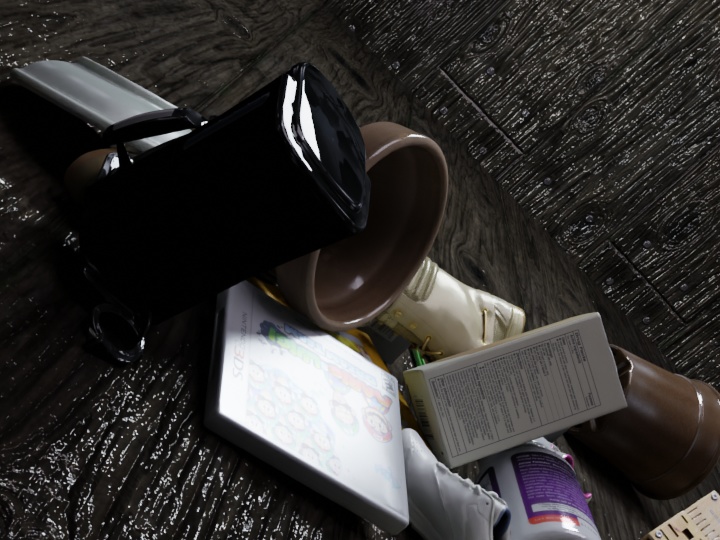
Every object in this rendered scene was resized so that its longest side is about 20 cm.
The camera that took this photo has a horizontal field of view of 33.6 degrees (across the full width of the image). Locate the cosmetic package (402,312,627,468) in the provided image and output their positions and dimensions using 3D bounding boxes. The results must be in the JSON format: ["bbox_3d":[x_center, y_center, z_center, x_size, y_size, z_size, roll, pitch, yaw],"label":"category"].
[{"bbox_3d":[0.155,0.120,1.199,0.071,0.200,0.105,158,-83,-75],"label":"cosmetic package"}]

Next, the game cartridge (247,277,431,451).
[{"bbox_3d":[-0.028,0.097,1.156,0.200,0.032,0.176,32,21,-47],"label":"game cartridge"}]

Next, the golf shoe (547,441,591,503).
[{"bbox_3d":[0.197,0.222,1.353,0.075,0.092,0.200,34,18,-36],"label":"golf shoe"}]

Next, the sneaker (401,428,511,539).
[{"bbox_3d":[0.088,0.217,1.063,0.074,0.087,0.200,27,24,-50],"label":"sneaker"}]

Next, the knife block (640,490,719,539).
[{"bbox_3d":[0.475,0.404,1.752,0.200,0.176,0.064,-24,63,-27],"label":"knife block"}]

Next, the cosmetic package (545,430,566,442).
[{"bbox_3d":[0.196,0.147,1.620,0.200,0.052,0.151,52,14,19],"label":"cosmetic package"}]

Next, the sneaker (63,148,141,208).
[{"bbox_3d":[-0.166,-0.038,1.044,0.090,0.067,0.200,50,11,30],"label":"sneaker"}]

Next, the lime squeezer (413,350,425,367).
[{"bbox_3d":[0.092,0.116,1.393,0.038,0.071,0.200,21,-5,-26],"label":"lime squeezer"}]

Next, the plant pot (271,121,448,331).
[{"bbox_3d":[-0.042,-0.069,1.119,0.174,0.201,0.200,32,6,30],"label":"plant pot"}]

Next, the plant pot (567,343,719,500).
[{"bbox_3d":[0.415,0.220,1.813,0.198,0.200,0.200,30,21,-27],"label":"plant pot"}]

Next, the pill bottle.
[{"bbox_3d":[0.170,0.244,1.175,0.111,0.111,0.200,42,16,-18],"label":"pill bottle"}]

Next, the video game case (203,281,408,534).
[{"bbox_3d":[-0.042,0.110,1.012,0.200,0.024,0.182,35,28,-24],"label":"video game case"}]

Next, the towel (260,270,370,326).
[{"bbox_3d":[-0.062,-0.025,1.228,0.200,0.035,0.133,29,31,-1],"label":"towel"}]

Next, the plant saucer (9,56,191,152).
[{"bbox_3d":[-0.217,-0.148,1.085,0.200,0.050,0.200,29,2,-1],"label":"plant saucer"}]

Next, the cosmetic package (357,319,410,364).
[{"bbox_3d":[0.000,0.000,1.389,0.107,0.090,0.200,35,16,-37],"label":"cosmetic package"}]

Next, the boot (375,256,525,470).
[{"bbox_3d":[0.077,0.093,1.255,0.155,0.200,0.073,31,-21,-17],"label":"boot"}]

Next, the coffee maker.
[{"bbox_3d":[-0.098,-0.041,0.897,0.135,0.200,0.192,32,41,-51],"label":"coffee maker"}]
